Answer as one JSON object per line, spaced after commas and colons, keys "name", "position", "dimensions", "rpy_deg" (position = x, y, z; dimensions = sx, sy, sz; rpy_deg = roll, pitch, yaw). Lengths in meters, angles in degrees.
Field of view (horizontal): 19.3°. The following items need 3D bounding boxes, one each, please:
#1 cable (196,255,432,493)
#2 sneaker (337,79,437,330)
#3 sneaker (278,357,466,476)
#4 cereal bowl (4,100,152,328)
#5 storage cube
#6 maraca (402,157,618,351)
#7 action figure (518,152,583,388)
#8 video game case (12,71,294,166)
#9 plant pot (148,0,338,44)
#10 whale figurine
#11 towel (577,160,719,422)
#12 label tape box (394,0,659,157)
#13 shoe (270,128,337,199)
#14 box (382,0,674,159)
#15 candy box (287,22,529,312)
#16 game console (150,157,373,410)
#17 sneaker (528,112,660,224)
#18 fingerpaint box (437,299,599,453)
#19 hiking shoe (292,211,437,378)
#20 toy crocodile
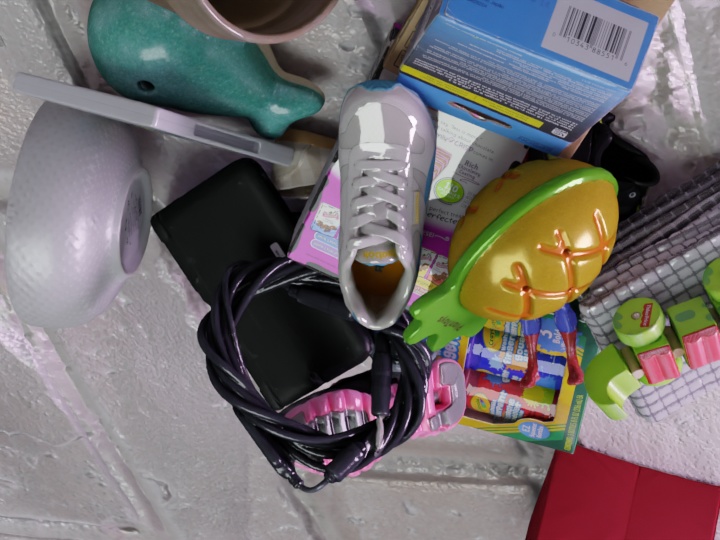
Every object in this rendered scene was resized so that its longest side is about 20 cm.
{"name": "cable", "position": [-0.038, 0.068, 1.722], "dimensions": [0.200, 0.163, 0.051], "rpy_deg": [55, 177, 7]}
{"name": "sneaker", "position": [0.019, -0.050, 1.599], "dimensions": [0.076, 0.081, 0.201], "rpy_deg": [0, 125, 4]}
{"name": "sneaker", "position": [-0.006, 0.121, 1.823], "dimensions": [0.095, 0.200, 0.079], "rpy_deg": [13, 111, 49]}
{"name": "cereal bowl", "position": [-0.229, -0.047, 1.791], "dimensions": [0.083, 0.201, 0.200], "rpy_deg": [8, 142, 11]}
{"name": "storage cube", "position": [0.236, 0.301, 2.045], "dimensions": [0.170, 0.180, 0.200], "rpy_deg": [16, 144, 4]}
{"name": "maraca", "position": [0.115, -0.008, 1.617], "dimensions": [0.200, 0.107, 0.137], "rpy_deg": [-43, 152, 14]}
{"name": "action figure", "position": [0.149, -0.003, 1.746], "dimensions": [0.065, 0.052, 0.201], "rpy_deg": [-4, 102, 17]}
{"name": "video game case", "position": [-0.163, -0.120, 1.699], "dimensions": [0.143, 0.018, 0.200], "rpy_deg": [16, -179, 30]}
{"name": "plant pot", "position": [-0.122, -0.265, 1.502], "dimensions": [0.173, 0.200, 0.200], "rpy_deg": [10, 146, 41]}
{"name": "whale figurine", "position": [-0.126, -0.161, 1.680], "dimensions": [0.200, 0.104, 0.159], "rpy_deg": [37, 139, -24]}
{"name": "towel", "position": [0.274, 0.012, 1.692], "dimensions": [0.200, 0.086, 0.166], "rpy_deg": [-31, 130, 7]}
{"name": "label tape box", "position": [0.111, -0.155, 1.513], "dimensions": [0.144, 0.063, 0.200], "rpy_deg": [22, 168, -5]}
{"name": "shoe", "position": [0.019, -0.074, 1.758], "dimensions": [0.199, 0.054, 0.070], "rpy_deg": [9, 159, 16]}
{"name": "box", "position": [0.131, -0.190, 1.553], "dimensions": [0.163, 0.021, 0.200], "rpy_deg": [26, 126, -8]}
{"name": "candy box", "position": [0.044, -0.076, 1.678], "dimensions": [0.136, 0.061, 0.200], "rpy_deg": [24, 113, -7]}
{"name": "game console", "position": [-0.084, 0.008, 1.843], "dimensions": [0.176, 0.116, 0.200], "rpy_deg": [-31, 95, 31]}
{"name": "sneaker", "position": [0.205, -0.053, 1.701], "dimensions": [0.083, 0.072, 0.200], "rpy_deg": [-10, 135, 29]}
{"name": "fingerpaint box", "position": [0.128, 0.063, 1.878], "dimensions": [0.166, 0.074, 0.200], "rpy_deg": [15, 143, 7]}
{"name": "hiking shoe", "position": [0.000, 0.000, 1.814], "dimensions": [0.200, 0.074, 0.087], "rpy_deg": [41, 143, 29]}
{"name": "toy crocodile", "position": [0.260, 0.045, 1.616], "dimensions": [0.199, 0.062, 0.068], "rpy_deg": [-26, 131, 3]}
